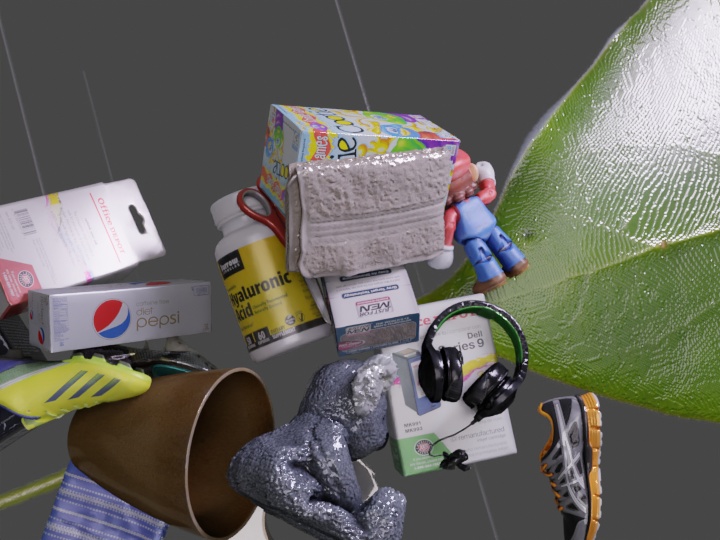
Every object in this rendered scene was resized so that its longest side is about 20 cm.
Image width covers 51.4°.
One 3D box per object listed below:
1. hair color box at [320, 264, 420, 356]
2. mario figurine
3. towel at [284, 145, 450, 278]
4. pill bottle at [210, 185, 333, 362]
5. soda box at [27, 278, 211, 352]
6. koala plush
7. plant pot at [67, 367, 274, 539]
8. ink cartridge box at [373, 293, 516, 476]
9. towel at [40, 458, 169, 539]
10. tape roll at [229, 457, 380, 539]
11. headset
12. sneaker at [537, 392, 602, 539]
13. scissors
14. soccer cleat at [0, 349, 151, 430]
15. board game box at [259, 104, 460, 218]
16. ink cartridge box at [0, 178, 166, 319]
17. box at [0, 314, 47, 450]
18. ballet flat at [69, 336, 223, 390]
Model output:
[{"bbox_3d":[0.000,0.000,0.908,0.099,0.061,0.201,-10,49,-6],"label":"hair color box"},{"bbox_3d":[0.134,-0.070,0.976,0.106,0.123,0.201,-31,86,34],"label":"mario figurine"},{"bbox_3d":[0.011,-0.064,0.825,0.199,0.034,0.133,-11,120,-23],"label":"towel"},{"bbox_3d":[-0.114,0.003,0.925,0.111,0.111,0.201,-20,84,-6],"label":"pill bottle"},{"bbox_3d":[-0.275,0.048,0.873,0.199,0.068,0.064,-4,96,-43],"label":"soda box"},{"bbox_3d":[-0.032,0.184,0.836,0.183,0.177,0.201,33,66,-18],"label":"koala plush"},{"bbox_3d":[-0.229,0.199,0.866,0.199,0.186,0.188,2,82,23],"label":"plant pot"},{"bbox_3d":[0.098,0.140,0.937,0.144,0.088,0.202,-9,82,-5],"label":"ink cartridge box"},{"bbox_3d":[-0.319,0.338,0.915,0.144,0.024,0.201,18,83,-1],"label":"towel"},{"bbox_3d":[-0.067,0.306,0.930,0.201,0.037,0.204,0,83,-3],"label":"tape roll"},{"bbox_3d":[0.124,0.127,0.849,0.123,0.094,0.201,19,71,0],"label":"headset"},{"bbox_3d":[0.264,0.256,0.947,0.077,0.078,0.202,0,80,9],"label":"sneaker"},{"bbox_3d":[-0.072,-0.030,0.877,0.073,0.014,0.200,-28,76,-43],"label":"scissors"},{"bbox_3d":[-0.327,0.132,0.812,0.199,0.065,0.084,2,70,1],"label":"soccer cleat"},{"bbox_3d":[-0.002,-0.125,0.873,0.199,0.105,0.104,-2,118,-27],"label":"board game box"},{"bbox_3d":[-0.353,-0.032,0.909,0.199,0.067,0.117,-21,85,-39],"label":"ink cartridge box"},{"bbox_3d":[-0.468,0.119,0.889,0.147,0.104,0.201,-32,86,-7],"label":"box"},{"bbox_3d":[-0.258,0.108,0.928,0.199,0.072,0.073,6,83,-5],"label":"ballet flat"}]
